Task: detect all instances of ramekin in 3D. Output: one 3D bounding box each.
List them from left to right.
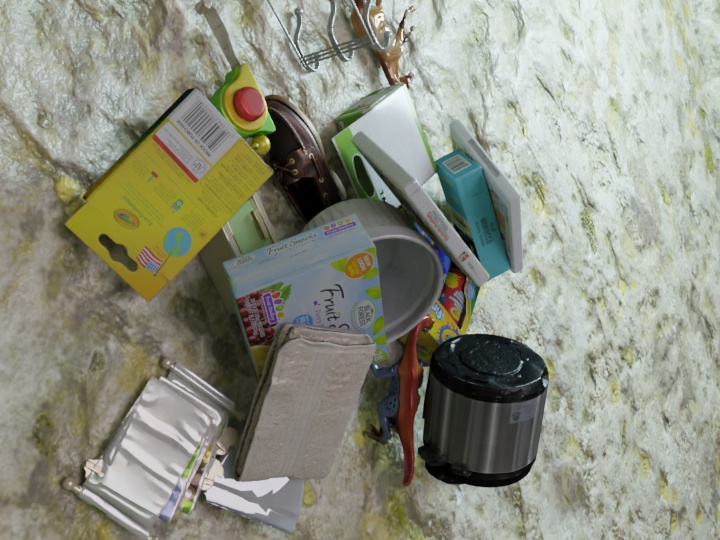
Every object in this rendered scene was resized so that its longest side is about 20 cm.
[{"bbox_3d":[0.000,0.000,1.113,0.199,0.200,0.106,31,23,-43],"label":"ramekin"}]

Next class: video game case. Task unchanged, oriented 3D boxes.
[{"bbox_3d":[0.075,-0.084,1.113,0.023,0.200,0.182,-41,122,2],"label":"video game case"},{"bbox_3d":[0.202,-0.116,1.360,0.183,0.023,0.201,59,-7,34],"label":"video game case"}]

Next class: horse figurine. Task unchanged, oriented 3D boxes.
[{"bbox_3d":[0.036,-0.382,1.320,0.200,0.049,0.134,47,61,-45],"label":"horse figurine"}]

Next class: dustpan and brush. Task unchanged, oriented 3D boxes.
[{"bbox_3d":[-0.115,0.205,1.055,0.139,0.057,0.202,31,67,-30],"label":"dustpan and brush"}]

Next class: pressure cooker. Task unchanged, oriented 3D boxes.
[{"bbox_3d":[0.174,0.214,1.222,0.179,0.173,0.203,-63,157,-65],"label":"pressure cooker"}]

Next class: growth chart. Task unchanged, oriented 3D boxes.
[{"bbox_3d":[-0.213,0.198,0.935,0.145,0.018,0.201,48,49,-19],"label":"growth chart"}]

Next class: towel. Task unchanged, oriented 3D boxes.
[{"bbox_3d":[-0.063,0.158,0.990,0.131,0.034,0.203,8,108,-34],"label":"towel"}]

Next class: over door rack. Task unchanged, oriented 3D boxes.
[{"bbox_3d":[-0.062,-0.367,1.130,0.200,0.146,0.067,50,52,-34],"label":"over door rack"}]

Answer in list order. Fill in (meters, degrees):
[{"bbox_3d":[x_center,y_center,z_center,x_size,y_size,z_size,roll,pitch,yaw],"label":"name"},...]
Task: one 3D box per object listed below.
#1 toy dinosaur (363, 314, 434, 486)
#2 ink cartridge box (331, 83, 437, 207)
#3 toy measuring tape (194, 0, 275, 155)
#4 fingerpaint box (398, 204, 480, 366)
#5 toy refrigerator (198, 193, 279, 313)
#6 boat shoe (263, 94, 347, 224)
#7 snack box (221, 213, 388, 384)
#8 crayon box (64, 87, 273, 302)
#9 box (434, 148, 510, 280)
[{"bbox_3d":[0.075,0.161,1.202,0.104,0.201,0.183,-6,133,-37],"label":"toy dinosaur"},{"bbox_3d":[0.016,-0.165,1.248,0.200,0.075,0.149,-43,117,-43],"label":"ink cartridge box"},{"bbox_3d":[-0.169,-0.232,1.048,0.073,0.073,0.202,-36,104,-46],"label":"toy measuring tape"},{"bbox_3d":[0.097,0.023,1.314,0.200,0.073,0.168,49,49,-33],"label":"fingerpaint box"},{"bbox_3d":[-0.157,-0.056,1.025,0.076,0.069,0.202,-41,115,-45],"label":"toy refrigerator"},{"bbox_3d":[-0.080,-0.135,1.129,0.201,0.070,0.071,56,43,-29],"label":"boat shoe"},{"bbox_3d":[-0.059,0.050,1.002,0.167,0.068,0.202,-20,138,-12],"label":"snack box"},{"bbox_3d":[-0.208,-0.083,0.925,0.200,0.051,0.127,-47,113,-10],"label":"crayon box"},{"bbox_3d":[0.178,-0.086,1.353,0.049,0.082,0.202,-27,124,-7],"label":"box"}]
